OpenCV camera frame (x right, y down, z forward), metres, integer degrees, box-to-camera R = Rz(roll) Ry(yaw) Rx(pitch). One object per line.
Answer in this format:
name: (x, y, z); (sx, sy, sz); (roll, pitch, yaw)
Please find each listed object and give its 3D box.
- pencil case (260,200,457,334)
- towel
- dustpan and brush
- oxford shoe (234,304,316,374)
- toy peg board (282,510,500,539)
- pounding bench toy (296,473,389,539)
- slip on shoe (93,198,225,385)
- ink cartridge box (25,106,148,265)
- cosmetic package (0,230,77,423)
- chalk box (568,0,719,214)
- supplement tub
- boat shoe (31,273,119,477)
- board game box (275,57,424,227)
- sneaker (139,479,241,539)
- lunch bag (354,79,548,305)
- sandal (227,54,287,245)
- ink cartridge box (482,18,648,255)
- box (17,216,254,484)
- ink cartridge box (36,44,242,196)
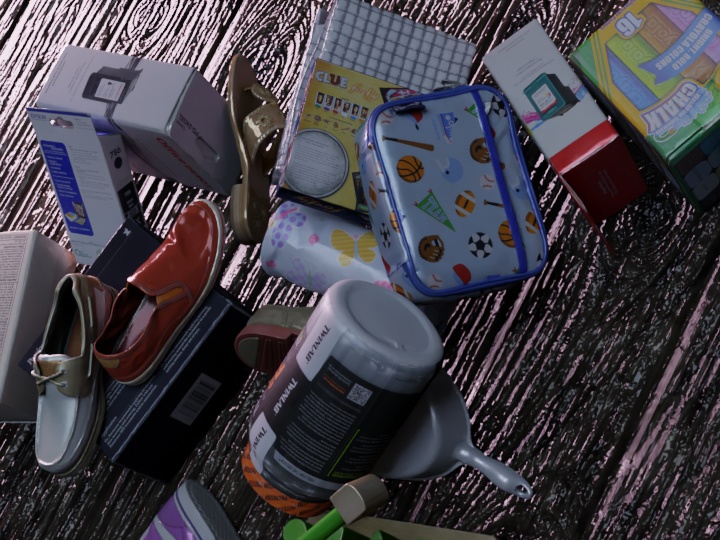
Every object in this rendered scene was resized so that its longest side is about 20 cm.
pencil case: (0.000, 0.000, 1.397); (0.199, 0.091, 0.083); (24, 63, 20)
towel: (0.011, -0.158, 1.437); (0.164, 0.086, 0.202); (17, 75, -10)
dustpan and brush: (0.072, 0.157, 1.327); (0.199, 0.057, 0.141); (35, 114, 33)
oxford shoe: (-0.020, 0.067, 1.403); (0.198, 0.071, 0.075); (12, 43, 11)
toy peg board: (0.003, 0.316, 1.275); (0.198, 0.098, 0.201); (3, 71, 30)
pounding bench toy: (-0.039, 0.279, 1.192); (0.155, 0.124, 0.202); (-13, 79, 28)
slip on shoe: (-0.197, 0.017, 1.410); (0.074, 0.061, 0.201); (25, 81, 35)
ink cartridge box: (-0.292, -0.094, 1.564); (0.099, 0.201, 0.039); (11, 38, 32)
cosmetic package: (-0.397, 0.064, 1.609); (0.103, 0.087, 0.202); (-1, 68, 27)
chalk box: (0.306, -0.147, 1.289); (0.124, 0.124, 0.200); (-41, 57, 7)
supplement tub: (-0.022, 0.118, 1.282); (0.123, 0.122, 0.201); (52, 121, 34)
boat shoe: (-0.294, 0.101, 1.421); (0.074, 0.068, 0.202); (-4, 69, 27)
board game box: (0.032, -0.107, 1.368); (0.198, 0.035, 0.137); (18, 75, -9)
sneaker: (-0.155, 0.312, 1.386); (0.114, 0.073, 0.201); (-46, 44, 8)
lunch bag: (0.086, -0.074, 1.317); (0.159, 0.076, 0.202); (-11, 81, -17)
sandal: (-0.096, -0.134, 1.539); (0.069, 0.078, 0.214); (-7, 74, 23)
ink cartridge box: (0.201, -0.124, 1.341); (0.067, 0.116, 0.201); (-34, 58, 9)
box: (-0.222, 0.082, 1.494); (0.182, 0.104, 0.201); (38, 90, 33)
ink cartridge box: (-0.233, -0.166, 1.580); (0.199, 0.145, 0.084); (15, 72, 33)
